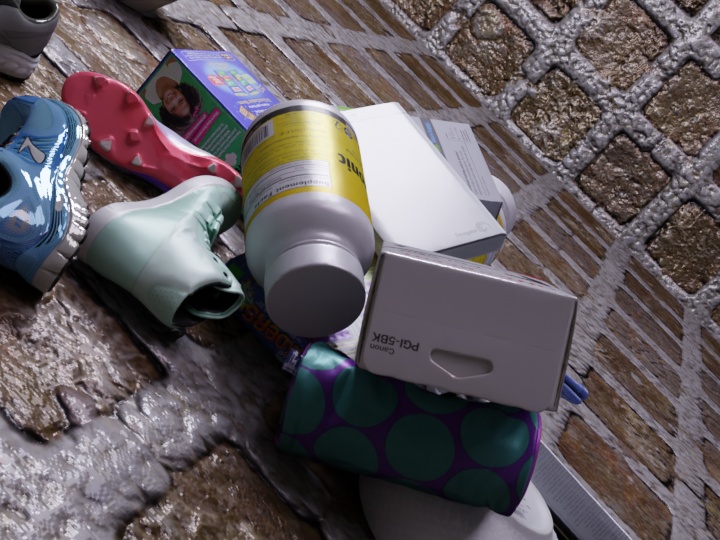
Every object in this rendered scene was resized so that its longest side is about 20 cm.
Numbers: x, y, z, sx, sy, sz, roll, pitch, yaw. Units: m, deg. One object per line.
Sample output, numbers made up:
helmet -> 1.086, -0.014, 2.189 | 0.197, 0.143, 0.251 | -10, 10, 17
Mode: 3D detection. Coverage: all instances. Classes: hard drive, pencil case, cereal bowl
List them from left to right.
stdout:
hard drive -> 0.035, -0.084, 1.082 | 0.130, 0.027, 0.201 | -14, 54, -32
pencil case -> 0.036, 0.116, 0.841 | 0.197, 0.094, 0.085 | 16, -22, 6
cereal bowl -> 0.097, 0.204, 0.917 | 0.199, 0.083, 0.201 | 39, 18, -15

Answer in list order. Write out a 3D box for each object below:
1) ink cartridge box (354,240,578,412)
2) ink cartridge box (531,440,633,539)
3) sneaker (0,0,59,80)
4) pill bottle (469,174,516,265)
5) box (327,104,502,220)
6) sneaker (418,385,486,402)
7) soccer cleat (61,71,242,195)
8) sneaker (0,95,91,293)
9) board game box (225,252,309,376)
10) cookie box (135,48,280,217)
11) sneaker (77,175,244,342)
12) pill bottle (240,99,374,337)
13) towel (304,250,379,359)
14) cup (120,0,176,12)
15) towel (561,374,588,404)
ink cartridge box -> 0.075, 0.035, 0.845 | 0.144, 0.084, 0.200 | 13, 4, 0
ink cartridge box -> 0.211, 0.240, 1.045 | 0.201, 0.040, 0.200 | 49, -3, 13
sneaker -> -0.338, -0.226, 0.939 | 0.074, 0.079, 0.199 | 52, 21, 21
pill bottle -> 0.091, -0.037, 1.229 | 0.113, 0.113, 0.199 | 46, 41, 9
box -> 0.036, -0.112, 1.174 | 0.197, 0.042, 0.157 | 5, 37, -14
sneaker -> 0.105, 0.122, 1.138 | 0.200, 0.074, 0.116 | 49, 27, -42
soccer cleat -> -0.195, -0.111, 1.046 | 0.199, 0.067, 0.076 | 33, -11, -15
sneaker -> -0.249, -0.076, 0.804 | 0.089, 0.079, 0.201 | 27, 24, -33
board game box -> -0.051, 0.032, 1.054 | 0.135, 0.034, 0.200 | 46, 18, 4
cookie box -> -0.126, -0.145, 1.218 | 0.200, 0.075, 0.171 | 46, 18, 4
sneaker -> -0.130, -0.008, 0.905 | 0.118, 0.074, 0.200 | 40, 27, 11
pill bottle -> -0.045, -0.044, 0.947 | 0.111, 0.111, 0.202 | 31, 33, -32
towel -> -0.003, 0.023, 0.994 | 0.142, 0.023, 0.201 | -9, 49, -31
cup -> -0.267, -0.415, 1.407 | 0.200, 0.143, 0.201 | 39, 18, -15
towel -> 0.153, 0.078, 1.209 | 0.147, 0.024, 0.200 | 41, -7, -17
